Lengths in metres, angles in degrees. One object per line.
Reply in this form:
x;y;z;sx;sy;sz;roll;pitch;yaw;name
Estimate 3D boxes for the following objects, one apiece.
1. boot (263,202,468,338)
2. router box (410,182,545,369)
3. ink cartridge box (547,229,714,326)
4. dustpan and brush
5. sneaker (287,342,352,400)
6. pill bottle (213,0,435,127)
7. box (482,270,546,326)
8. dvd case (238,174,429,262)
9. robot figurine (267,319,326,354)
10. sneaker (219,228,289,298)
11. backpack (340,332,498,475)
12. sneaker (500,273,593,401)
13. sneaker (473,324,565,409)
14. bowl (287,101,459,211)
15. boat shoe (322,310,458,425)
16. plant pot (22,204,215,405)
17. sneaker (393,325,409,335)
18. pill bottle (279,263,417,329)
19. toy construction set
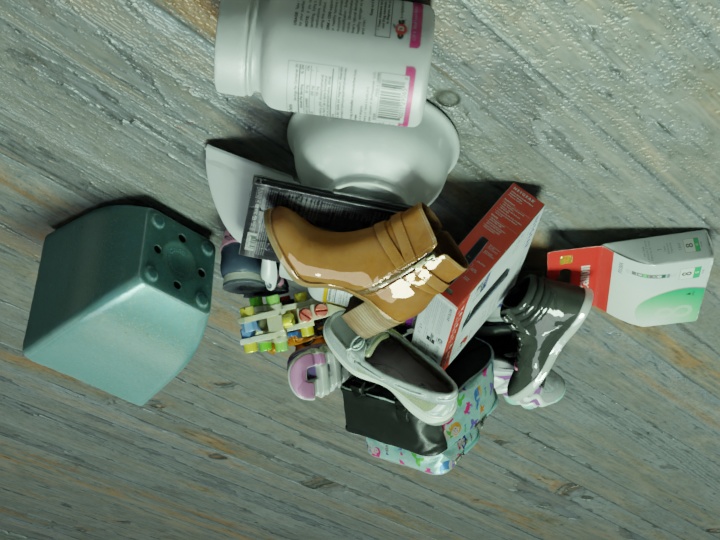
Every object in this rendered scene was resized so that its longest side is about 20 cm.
0.007;-0.029;1.109;0.154;0.074;0.200;-34;117;29;boot
0.138;0.016;1.262;0.049;0.180;0.201;36;156;16;router box
0.341;0.021;1.326;0.196;0.051;0.162;-9;148;4;ink cartridge box
-0.121;-0.052;1.254;0.138;0.057;0.203;22;125;25;dustpan and brush
-0.022;0.130;1.481;0.197;0.082;0.088;-7;-174;-22;sneaker
-0.033;-0.204;0.972;0.196;0.115;0.114;8;151;-1;pill bottle
0.216;0.063;1.472;0.119;0.033;0.201;-3;148;18;box
-0.033;-0.043;1.168;0.196;0.016;0.149;11;148;-7;dvd case
-0.040;0.099;1.561;0.197;0.059;0.145;-14;145;34;robot figurine
-0.141;-0.008;1.399;0.069;0.084;0.200;-8;171;5;sneaker
0.091;0.168;1.395;0.175;0.200;0.153;9;124;37;backpack
0.216;0.082;1.360;0.098;0.071;0.202;24;125;-4;sneaker
0.230;0.132;1.478;0.197;0.079;0.140;16;150;-15;sneaker
0.011;-0.109;1.156;0.197;0.092;0.202;5;150;3;bowl
0.038;0.108;1.268;0.201;0.074;0.065;39;150;22;boat shoe
-0.298;0.028;1.369;0.199;0.199;0.195;-29;136;35;plant pot
0.062;0.065;1.421;0.197;0.092;0.078;2;162;28;sneaker
0.000;0.000;1.320;0.197;0.106;0.105;17;151;4;pill bottle
-0.067;0.064;1.370;0.196;0.094;0.131;2;179;-9;toy construction set
